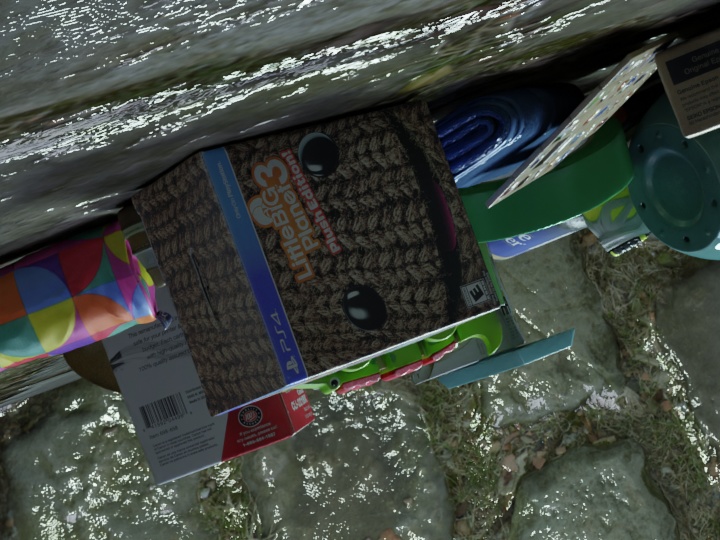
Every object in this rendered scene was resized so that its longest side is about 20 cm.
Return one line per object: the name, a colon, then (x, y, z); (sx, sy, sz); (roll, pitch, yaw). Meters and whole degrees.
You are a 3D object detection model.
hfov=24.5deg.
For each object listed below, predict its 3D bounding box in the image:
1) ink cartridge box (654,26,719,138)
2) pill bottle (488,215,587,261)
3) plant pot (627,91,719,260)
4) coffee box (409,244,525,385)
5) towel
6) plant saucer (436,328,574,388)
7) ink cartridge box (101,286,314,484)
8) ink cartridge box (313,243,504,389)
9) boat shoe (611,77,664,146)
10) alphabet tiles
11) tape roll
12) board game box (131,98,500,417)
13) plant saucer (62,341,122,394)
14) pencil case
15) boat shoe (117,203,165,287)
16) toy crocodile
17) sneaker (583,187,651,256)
ink cartridge box: (0.339, -0.177, 1.337); (0.164, 0.076, 0.200); (-22, -178, 22)
pill bottle: (0.194, -0.087, 1.763); (0.111, 0.113, 0.200); (-18, 176, -39)
plant pot: (0.345, -0.100, 1.541); (0.160, 0.202, 0.200); (-24, 179, -30)
coffee box: (0.077, 0.000, 1.678); (0.114, 0.201, 0.080); (-21, 177, 15)
towel: (0.104, -0.107, 1.294); (0.111, 0.049, 0.200); (-33, 174, 25)
plant saucer: (0.144, 0.091, 1.658); (0.070, 0.019, 0.200); (-19, 177, -23)
ink cartridge box: (-0.148, 0.073, 1.516); (0.143, 0.201, 0.084); (-21, -179, 14)
ink cartridge box: (0.032, 0.030, 1.562); (0.199, 0.104, 0.059); (-18, 151, 5)
boat shoe: (0.290, -0.156, 1.642); (0.199, 0.063, 0.071); (-20, 176, -36)
alphabet tiles: (0.189, -0.128, 1.331); (0.167, 0.008, 0.200); (-47, 172, 29)
tape roll: (0.149, -0.085, 1.519); (0.199, 0.048, 0.201); (-16, -164, 5)
board game box: (-0.028, -0.012, 1.130); (0.199, 0.160, 0.097); (-19, 176, -39)
plant saucer: (-0.209, 0.064, 1.714); (0.198, 0.036, 0.201); (4, -152, -2)
pencil case: (-0.241, 0.029, 1.212); (0.199, 0.089, 0.088); (-19, 177, 0)
boat shoe: (-0.096, -0.026, 1.218); (0.071, 0.077, 0.199); (-23, 177, 40)
toy crocodile: (0.023, 0.067, 1.373); (0.199, 0.062, 0.067); (-18, 174, -19)
sneaker: (0.285, -0.102, 1.661); (0.075, 0.076, 0.200); (-31, -165, 48)
